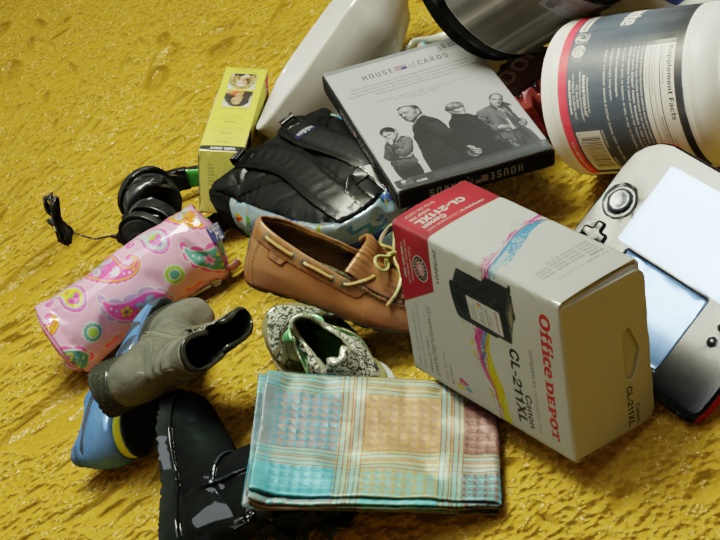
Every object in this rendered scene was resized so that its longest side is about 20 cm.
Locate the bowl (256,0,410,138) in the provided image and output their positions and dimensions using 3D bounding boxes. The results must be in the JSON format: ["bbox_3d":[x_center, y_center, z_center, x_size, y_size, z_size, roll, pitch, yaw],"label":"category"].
[{"bbox_3d":[-0.019,-0.220,1.805,0.200,0.075,0.200,-49,11,23],"label":"bowl"}]

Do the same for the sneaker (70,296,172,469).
[{"bbox_3d":[-0.220,0.102,1.624,0.078,0.066,0.201,-17,37,27],"label":"sneaker"}]

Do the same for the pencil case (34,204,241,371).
[{"bbox_3d":[-0.219,0.018,1.715,0.200,0.088,0.087,-34,34,-6],"label":"pencil case"}]

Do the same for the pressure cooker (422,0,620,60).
[{"bbox_3d":[0.141,-0.290,1.603,0.200,0.176,0.179,-28,15,46],"label":"pressure cooker"}]

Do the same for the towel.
[{"bbox_3d":[0.011,0.133,1.372,0.199,0.022,0.147,2,39,1],"label":"towel"}]

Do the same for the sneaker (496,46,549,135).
[{"bbox_3d":[0.146,-0.158,1.667,0.200,0.071,0.098,-25,35,5],"label":"sneaker"}]

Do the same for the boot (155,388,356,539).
[{"bbox_3d":[-0.085,0.155,1.447,0.162,0.073,0.199,-23,39,14],"label":"boot"}]

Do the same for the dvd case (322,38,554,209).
[{"bbox_3d":[0.067,-0.139,1.584,0.150,0.025,0.200,-16,41,-12],"label":"dvd case"}]

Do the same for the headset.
[{"bbox_3d":[-0.224,-0.067,1.814,0.199,0.094,0.124,-15,35,3],"label":"headset"}]

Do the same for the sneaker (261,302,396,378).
[{"bbox_3d":[-0.036,0.059,1.515,0.077,0.089,0.200,-39,35,-12],"label":"sneaker"}]

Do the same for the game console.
[{"bbox_3d":[0.244,0.003,1.361,0.177,0.031,0.200,-49,48,-4],"label":"game console"}]

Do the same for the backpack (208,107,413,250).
[{"bbox_3d":[-0.020,-0.063,1.628,0.163,0.154,0.200,-37,21,-23],"label":"backpack"}]

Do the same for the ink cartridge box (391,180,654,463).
[{"bbox_3d":[0.123,0.036,1.347,0.083,0.146,0.200,-27,33,-27],"label":"ink cartridge box"}]

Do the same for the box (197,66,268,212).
[{"bbox_3d":[-0.131,-0.138,1.818,0.050,0.076,0.200,3,30,3],"label":"box"}]

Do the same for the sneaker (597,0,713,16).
[{"bbox_3d":[0.285,-0.236,1.650,0.198,0.081,0.115,-13,36,22],"label":"sneaker"}]

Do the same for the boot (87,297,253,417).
[{"bbox_3d":[-0.144,0.065,1.558,0.130,0.068,0.200,-22,11,28],"label":"boot"}]

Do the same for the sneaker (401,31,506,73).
[{"bbox_3d":[0.055,-0.185,1.762,0.200,0.081,0.077,-35,36,-4],"label":"sneaker"}]

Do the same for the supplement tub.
[{"bbox_3d":[0.270,-0.157,1.507,0.199,0.141,0.141,-2,43,36],"label":"supplement tub"}]

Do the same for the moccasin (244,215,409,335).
[{"bbox_3d":[0.000,-0.001,1.513,0.200,0.078,0.074,19,28,9],"label":"moccasin"}]
